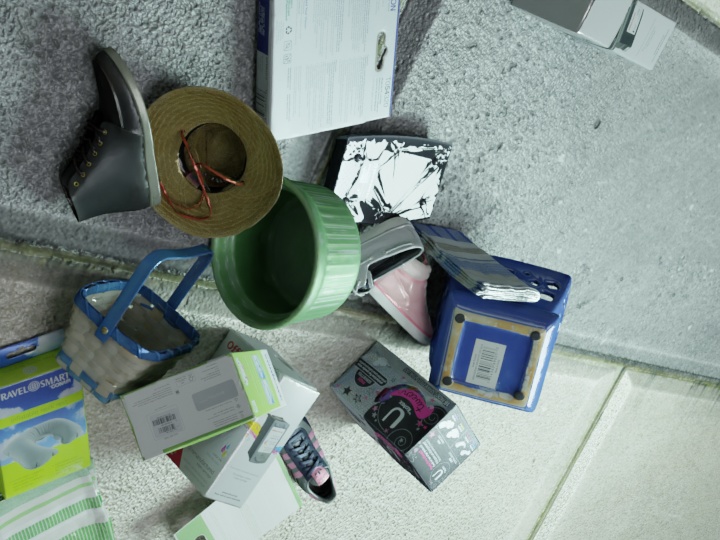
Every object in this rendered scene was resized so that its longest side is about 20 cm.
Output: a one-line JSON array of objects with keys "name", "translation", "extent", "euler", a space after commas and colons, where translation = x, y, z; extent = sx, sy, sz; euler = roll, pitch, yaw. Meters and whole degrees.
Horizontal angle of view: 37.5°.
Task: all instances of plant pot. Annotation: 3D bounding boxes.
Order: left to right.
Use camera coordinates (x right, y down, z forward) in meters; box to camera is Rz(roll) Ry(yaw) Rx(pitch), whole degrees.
[{"name": "plant pot", "translation": [0.212, 0.102, 1.668], "extent": [0.180, 0.200, 0.200], "euler": [-63, 165, -65]}]

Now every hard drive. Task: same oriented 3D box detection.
[{"name": "hard drive", "translation": [0.034, -0.135, 1.522], "extent": [0.200, 0.042, 0.135], "euler": [-3, 118, -40]}]

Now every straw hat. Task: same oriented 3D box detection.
[{"name": "straw hat", "translation": [-0.174, -0.145, 1.296], "extent": [0.085, 0.201, 0.201], "euler": [-60, 158, -58]}]

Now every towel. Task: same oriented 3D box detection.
[{"name": "towel", "translation": [-0.419, 0.356, 1.463], "extent": [0.153, 0.023, 0.200], "euler": [-26, 131, -25]}, {"name": "towel", "translation": [0.166, -0.015, 1.599], "extent": [0.147, 0.200, 0.024], "euler": [7, 117, -43]}]

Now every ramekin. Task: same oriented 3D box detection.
[{"name": "ramekin", "translation": [-0.093, -0.025, 1.376], "extent": [0.098, 0.200, 0.200], "euler": [-2, 118, -48]}]

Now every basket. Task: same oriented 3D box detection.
[{"name": "basket", "translation": [-0.267, 0.054, 1.288], "extent": [0.200, 0.139, 0.176], "euler": [-50, 170, 11]}]

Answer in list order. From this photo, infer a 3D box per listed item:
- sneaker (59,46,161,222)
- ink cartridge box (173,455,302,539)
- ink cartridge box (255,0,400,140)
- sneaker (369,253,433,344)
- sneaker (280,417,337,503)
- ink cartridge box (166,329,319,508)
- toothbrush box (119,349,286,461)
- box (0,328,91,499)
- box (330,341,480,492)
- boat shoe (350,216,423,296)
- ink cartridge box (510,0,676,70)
[{"name": "sneaker", "translation": [-0.296, -0.147, 1.206], "extent": [0.106, 0.075, 0.200], "euler": [-20, 123, -21]}, {"name": "ink cartridge box", "translation": [-0.195, 0.374, 1.650], "extent": [0.200, 0.048, 0.146], "euler": [-35, 134, -18]}, {"name": "ink cartridge box", "translation": [-0.043, -0.277, 1.365], "extent": [0.200, 0.043, 0.196], "euler": [-18, 125, -35]}, {"name": "sneaker", "translation": [0.082, 0.033, 1.647], "extent": [0.105, 0.075, 0.200], "euler": [-45, 133, -1]}, {"name": "sneaker", "translation": [-0.083, 0.292, 1.668], "extent": [0.070, 0.082, 0.200], "euler": [-39, 135, -14]}, {"name": "ink cartridge box", "translation": [-0.175, 0.205, 1.485], "extent": [0.086, 0.148, 0.200], "euler": [31, 93, -47]}, {"name": "toothbrush box", "translation": [-0.189, 0.162, 1.316], "extent": [0.146, 0.086, 0.200], "euler": [-21, 176, 4]}, {"name": "box", "translation": [-0.411, 0.182, 1.340], "extent": [0.122, 0.048, 0.200], "euler": [-20, 129, -31]}, {"name": "box", "translation": [0.068, 0.229, 1.671], "extent": [0.115, 0.200, 0.132], "euler": [-44, 136, -11]}, {"name": "boat shoe", "translation": [0.000, 0.000, 1.539], "extent": [0.200, 0.069, 0.072], "euler": [-28, 149, -9]}, {"name": "ink cartridge box", "translation": [0.341, -0.378, 1.555], "extent": [0.200, 0.145, 0.084], "euler": [11, 109, -44]}]
